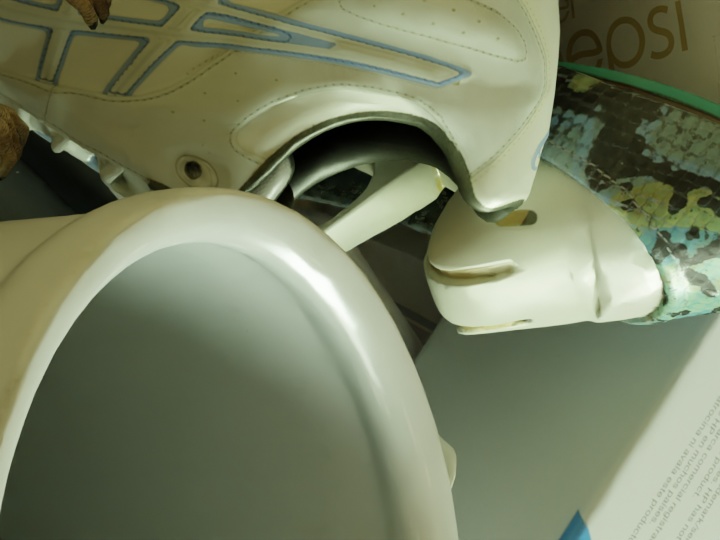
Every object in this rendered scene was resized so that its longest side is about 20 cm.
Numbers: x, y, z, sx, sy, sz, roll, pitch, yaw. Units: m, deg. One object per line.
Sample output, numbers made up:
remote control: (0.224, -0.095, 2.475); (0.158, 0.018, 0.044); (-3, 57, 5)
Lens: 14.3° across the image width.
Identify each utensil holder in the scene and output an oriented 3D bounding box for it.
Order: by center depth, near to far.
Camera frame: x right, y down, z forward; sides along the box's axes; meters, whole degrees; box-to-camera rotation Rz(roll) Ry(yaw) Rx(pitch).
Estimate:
utensil holder: (-0.105, 0.075, 0.602); (0.200, 0.171, 0.170); (-5, 175, 31)

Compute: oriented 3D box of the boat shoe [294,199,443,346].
boat shoe: (0.000, 0.000, 0.848); (0.200, 0.072, 0.069); (27, 124, -10)

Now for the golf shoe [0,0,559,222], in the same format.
golf shoe: (-0.053, -0.045, 0.634); (0.199, 0.098, 0.078); (-4, 176, 8)

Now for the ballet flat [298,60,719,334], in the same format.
ballet flat: (0.020, -0.020, 0.685); (0.200, 0.074, 0.074); (22, -170, 33)

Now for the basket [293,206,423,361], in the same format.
basket: (-0.042, 0.083, 0.825); (0.135, 0.123, 0.200); (12, 145, 44)

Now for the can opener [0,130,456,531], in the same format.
can opener: (-0.052, -0.007, 0.683); (0.053, 0.200, 0.067); (-40, 166, -39)

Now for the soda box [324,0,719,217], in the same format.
soda box: (0.066, -0.059, 0.735); (0.064, 0.068, 0.200); (-2, 174, -35)

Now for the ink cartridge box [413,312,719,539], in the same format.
ink cartridge box: (0.085, 0.094, 0.789); (0.084, 0.145, 0.200); (28, 173, 46)

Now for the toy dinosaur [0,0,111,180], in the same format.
toy dinosaur: (-0.122, -0.060, 0.563); (0.199, 0.058, 0.101); (-8, 137, -2)
